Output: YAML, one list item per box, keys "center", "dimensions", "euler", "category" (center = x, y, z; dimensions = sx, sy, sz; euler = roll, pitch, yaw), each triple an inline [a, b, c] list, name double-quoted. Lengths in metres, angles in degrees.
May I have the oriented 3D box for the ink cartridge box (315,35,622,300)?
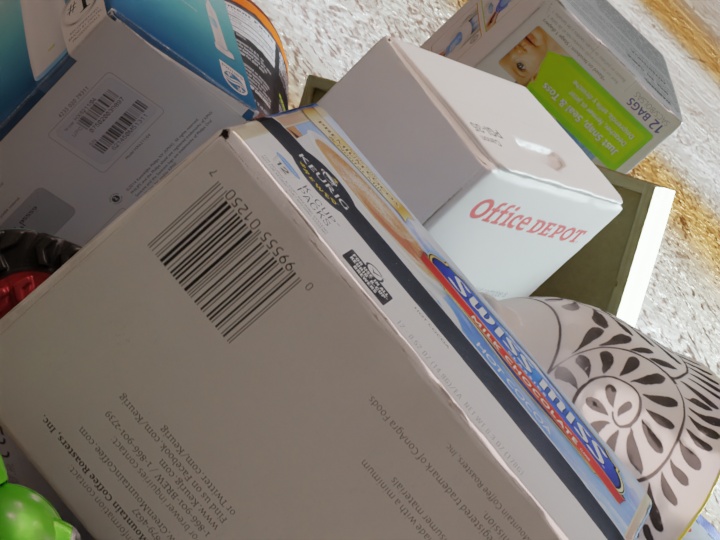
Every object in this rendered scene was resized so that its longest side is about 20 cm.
- center: [0.000, 0.000, 1.106]
  dimensions: [0.083, 0.200, 0.146]
  euler: [54, 20, 23]
  category: "ink cartridge box"

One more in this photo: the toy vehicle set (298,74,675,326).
- center: [0.044, -0.010, 1.210]
  dimensions: [0.200, 0.124, 0.027]
  euler: [20, 6, 28]
  category: "toy vehicle set"

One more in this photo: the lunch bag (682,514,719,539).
- center: [0.116, 0.176, 1.124]
  dimensions: [0.200, 0.124, 0.170]
  euler: [47, 18, -24]
  category: "lunch bag"

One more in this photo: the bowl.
- center: [0.047, 0.071, 1.037]
  dimensions: [0.094, 0.201, 0.201]
  euler: [54, 15, -22]
  category: "bowl"

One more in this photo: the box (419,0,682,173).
- center: [0.071, -0.074, 1.413]
  dimensions: [0.112, 0.200, 0.101]
  euler: [42, 19, -19]
  category: "box"

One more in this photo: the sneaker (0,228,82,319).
- center: [-0.071, 0.042, 0.995]
  dimensions: [0.200, 0.079, 0.096]
  euler: [30, -1, 4]
  category: "sneaker"

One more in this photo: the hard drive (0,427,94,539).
- center: [-0.105, 0.109, 0.928]
  dimensions: [0.200, 0.025, 0.132]
  euler: [29, 25, -41]
  category: "hard drive"

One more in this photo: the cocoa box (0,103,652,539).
- center: [-0.014, 0.059, 0.867]
  dimensions: [0.200, 0.133, 0.131]
  euler: [50, 16, 3]
  category: "cocoa box"

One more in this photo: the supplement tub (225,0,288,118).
- center: [-0.088, -0.080, 1.231]
  dimensions: [0.107, 0.107, 0.200]
  euler: [40, 19, -18]
  category: "supplement tub"

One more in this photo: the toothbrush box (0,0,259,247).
- center: [-0.137, -0.094, 1.089]
  dimensions: [0.085, 0.146, 0.200]
  euler: [35, 22, -31]
  category: "toothbrush box"

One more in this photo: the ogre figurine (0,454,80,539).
- center: [-0.166, 0.068, 0.733]
  dimensions: [0.200, 0.120, 0.098]
  euler: [43, -24, 20]
  category: "ogre figurine"
